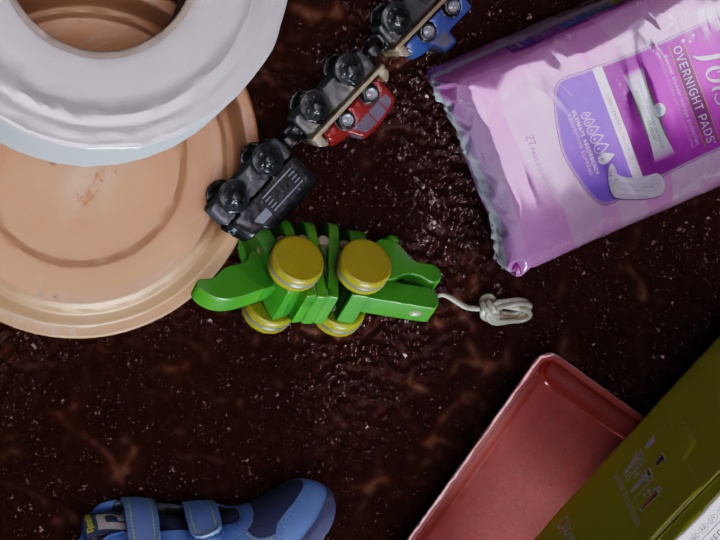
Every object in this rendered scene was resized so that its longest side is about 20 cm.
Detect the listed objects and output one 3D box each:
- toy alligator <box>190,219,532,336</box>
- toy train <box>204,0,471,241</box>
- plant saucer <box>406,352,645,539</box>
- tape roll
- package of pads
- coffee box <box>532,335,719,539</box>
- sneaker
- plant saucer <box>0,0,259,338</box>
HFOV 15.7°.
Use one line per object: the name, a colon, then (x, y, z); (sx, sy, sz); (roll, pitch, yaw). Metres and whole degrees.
toy alligator: (0.000, 0.000, 1.454); (0.199, 0.059, 0.055); (2, 59, -20)
toy train: (-0.006, -0.093, 1.425); (0.046, 0.034, 0.200); (45, 80, -15)
plant saucer: (0.121, 0.177, 1.513); (0.199, 0.037, 0.200); (35, 92, -14)
tape roll: (-0.139, -0.158, 1.362); (0.201, 0.071, 0.204); (1, 85, -11)
package of pads: (0.147, -0.090, 1.449); (0.199, 0.076, 0.121); (-23, 106, -5)
coffee box: (0.229, 0.166, 1.393); (0.198, 0.200, 0.200); (42, 97, -9)
sneaker: (-0.108, 0.160, 1.450); (0.199, 0.074, 0.083); (-28, 102, -5)
plant saucer: (-0.153, -0.061, 1.422); (0.199, 0.032, 0.202); (-2, 100, -10)
